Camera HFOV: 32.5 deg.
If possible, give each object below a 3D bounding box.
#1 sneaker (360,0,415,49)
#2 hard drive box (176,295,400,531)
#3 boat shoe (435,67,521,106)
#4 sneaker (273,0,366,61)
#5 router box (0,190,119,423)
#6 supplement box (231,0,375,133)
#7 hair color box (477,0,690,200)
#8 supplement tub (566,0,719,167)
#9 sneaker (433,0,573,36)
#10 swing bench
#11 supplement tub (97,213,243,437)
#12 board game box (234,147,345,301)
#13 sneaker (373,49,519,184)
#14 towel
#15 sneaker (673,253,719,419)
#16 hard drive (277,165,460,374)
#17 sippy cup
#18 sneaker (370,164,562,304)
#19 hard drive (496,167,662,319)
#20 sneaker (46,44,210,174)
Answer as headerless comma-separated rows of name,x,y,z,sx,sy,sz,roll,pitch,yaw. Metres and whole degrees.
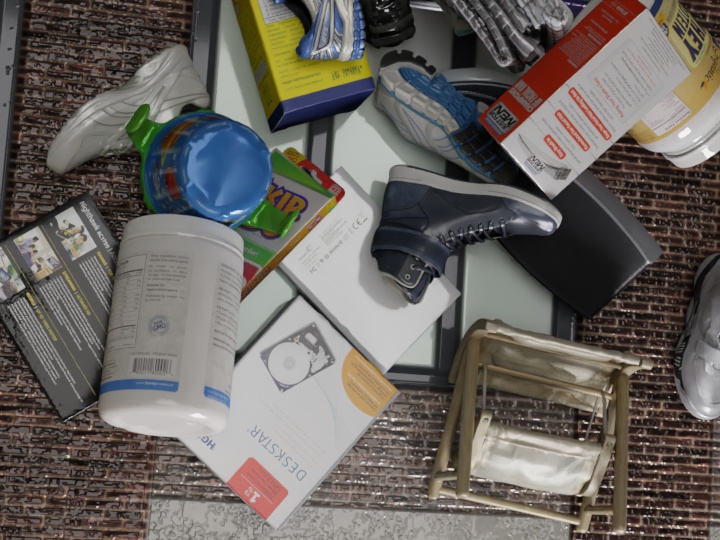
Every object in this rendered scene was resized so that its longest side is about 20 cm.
sneaker,0.030,-0.297,1.355,0.070,0.200,0.100,-13,98,3
hard drive box,-0.082,0.154,1.342,0.156,0.077,0.200,43,78,-5
boat shoe,0.177,-0.171,1.429,0.199,0.071,0.092,10,79,-13
sneaker,-0.053,-0.313,1.283,0.085,0.077,0.202,-12,87,-9
router box,-0.304,0.039,1.317,0.149,0.051,0.201,-31,92,-15
supplement box,-0.071,-0.270,1.368,0.108,0.109,0.201,-16,89,-13
hair color box,0.235,-0.185,1.303,0.200,0.064,0.111,-43,130,8
supplement tub,0.341,-0.228,1.425,0.200,0.144,0.145,39,78,-17
sneaker,0.146,-0.307,1.442,0.199,0.075,0.089,25,85,1
swing bench,0.198,0.173,1.376,0.197,0.130,0.202,14,76,-10
supplement tub,-0.188,0.058,1.247,0.131,0.132,0.202,9,70,-11
board game box,-0.115,-0.048,1.363,0.095,0.030,0.200,40,75,20
sneaker,0.094,-0.160,1.401,0.200,0.087,0.075,43,58,9
towel,0.132,-0.301,1.329,0.085,0.166,0.200,-39,86,6
sneaker,0.427,0.074,1.437,0.075,0.115,0.202,13,82,-10
hard drive,0.000,0.000,1.399,0.132,0.026,0.200,-45,95,-12
sippy cup,-0.151,-0.101,1.276,0.176,0.130,0.141,-3,93,-20
sneaker,0.109,-0.025,1.349,0.201,0.077,0.147,11,70,18
hard drive,0.233,-0.045,1.414,0.200,0.042,0.135,43,111,-6
sneaker,-0.245,-0.155,1.339,0.200,0.078,0.100,-38,97,-12
